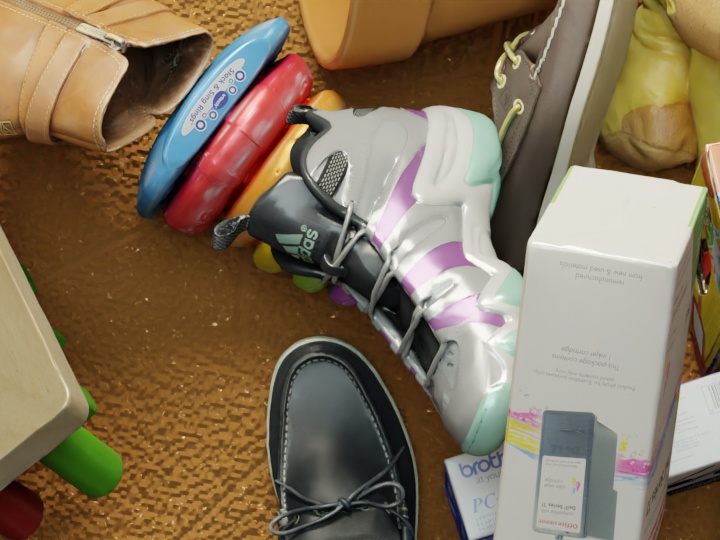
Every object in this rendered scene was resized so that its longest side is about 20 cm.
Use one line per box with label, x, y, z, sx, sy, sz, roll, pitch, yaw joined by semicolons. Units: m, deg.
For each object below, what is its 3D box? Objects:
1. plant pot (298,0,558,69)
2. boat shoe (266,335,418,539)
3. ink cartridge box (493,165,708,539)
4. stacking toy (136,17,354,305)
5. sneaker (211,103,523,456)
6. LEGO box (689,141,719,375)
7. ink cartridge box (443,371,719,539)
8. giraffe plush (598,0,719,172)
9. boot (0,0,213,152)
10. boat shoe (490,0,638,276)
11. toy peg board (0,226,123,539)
plant pot;0.046;-0.202;1.382;0.139;0.200;0.201;-2;78;-11
boat shoe;-0.007;0.128;1.374;0.074;0.062;0.201;-7;77;2
ink cartridge box;0.104;0.068;1.226;0.067;0.117;0.201;10;111;11
stacking toy;-0.010;-0.023;1.397;0.200;0.110;0.116;39;82;-2
sneaker;0.000;0.000;1.290;0.139;0.078;0.201;7;43;-15
LEGO box;0.234;-0.016;1.325;0.148;0.200;0.078;-12;78;-1
ink cartridge box;0.141;0.088;1.360;0.199;0.094;0.044;-17;79;-2
giraffe plush;0.194;-0.146;1.371;0.172;0.162;0.201;-11;78;0
boot;-0.135;-0.133;1.385;0.154;0.074;0.200;13;56;32
boat shoe;0.090;-0.080;1.364;0.059;0.201;0.072;23;40;14
toy peg board;-0.223;0.075;1.359;0.199;0.098;0.200;-38;49;8
